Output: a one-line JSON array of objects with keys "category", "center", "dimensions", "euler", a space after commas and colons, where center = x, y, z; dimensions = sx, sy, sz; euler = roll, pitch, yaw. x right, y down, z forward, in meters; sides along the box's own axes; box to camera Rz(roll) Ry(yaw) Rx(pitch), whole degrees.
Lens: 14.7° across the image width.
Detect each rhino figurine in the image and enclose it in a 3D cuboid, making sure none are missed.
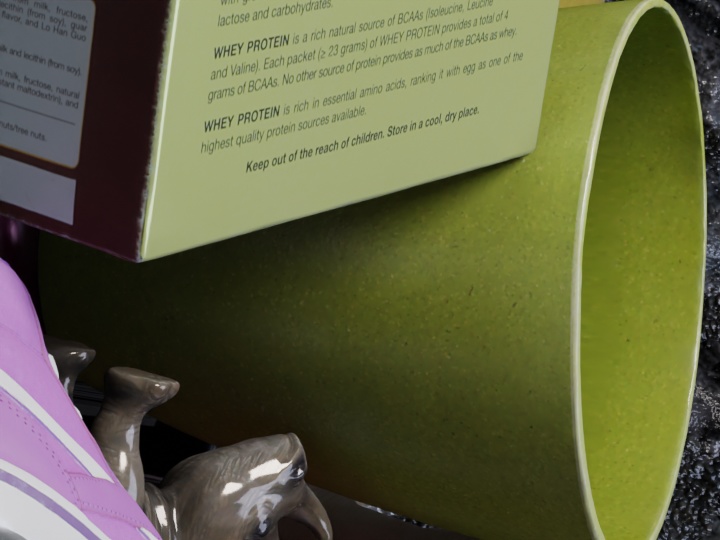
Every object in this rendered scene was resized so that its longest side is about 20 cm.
[{"category": "rhino figurine", "center": [-0.090, 0.067, 0.828], "dimensions": [0.060, 0.200, 0.088], "euler": [22, -83, 54]}]

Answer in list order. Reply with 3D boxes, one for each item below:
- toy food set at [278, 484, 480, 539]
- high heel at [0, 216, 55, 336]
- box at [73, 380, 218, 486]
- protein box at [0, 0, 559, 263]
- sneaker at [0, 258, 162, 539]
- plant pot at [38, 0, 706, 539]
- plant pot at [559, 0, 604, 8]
[{"category": "toy food set", "center": [0.006, 0.178, 0.996], "dimensions": [0.060, 0.143, 0.201], "euler": [3, 98, -43]}, {"category": "high heel", "center": [-0.107, 0.017, 1.030], "dimensions": [0.200, 0.067, 0.096], "euler": [21, 69, -81]}, {"category": "box", "center": [-0.108, 0.130, 1.061], "dimensions": [0.148, 0.107, 0.201], "euler": [-70, 168, -69]}, {"category": "protein box", "center": [-0.041, -0.130, 0.760], "dimensions": [0.198, 0.135, 0.201], "euler": [-18, 121, -55]}, {"category": "sneaker", "center": [-0.077, 0.063, 0.717], "dimensions": [0.201, 0.072, 0.114], "euler": [59, 12, -50]}, {"category": "plant pot", "center": [0.000, 0.000, 0.939], "dimensions": [0.187, 0.199, 0.188], "euler": [3, 90, -72]}, {"category": "plant pot", "center": [-0.024, -0.095, 1.190], "dimensions": [0.200, 0.194, 0.196], "euler": [-41, 145, -52]}]
